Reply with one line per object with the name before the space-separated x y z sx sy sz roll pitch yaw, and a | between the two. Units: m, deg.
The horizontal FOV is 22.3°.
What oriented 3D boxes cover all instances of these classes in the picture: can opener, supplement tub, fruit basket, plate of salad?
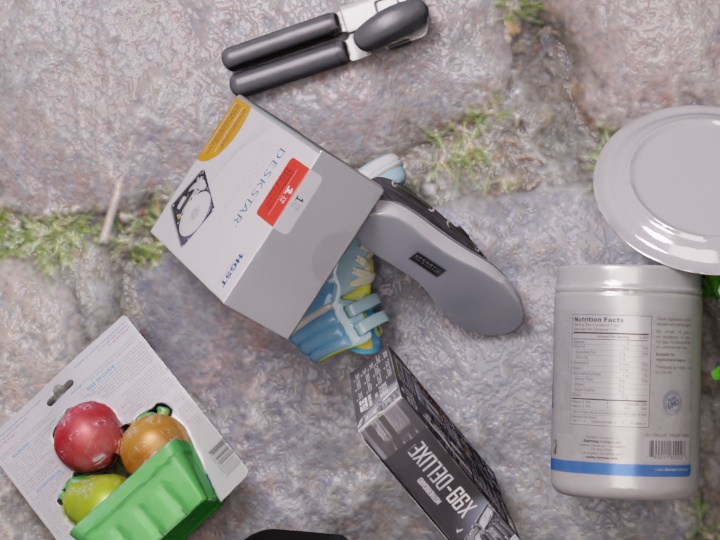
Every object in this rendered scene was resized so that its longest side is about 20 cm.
can opener | -0.033 -0.214 1.684 0.200 0.067 0.053 -18 84 7
supplement tub | 0.232 0.097 1.596 0.132 0.132 0.200 1 86 9
fruit basket | -0.226 0.175 1.695 0.185 0.094 0.200 -43 66 4
plate of salad | 0.304 -0.067 1.605 0.200 0.048 0.200 -1 51 1

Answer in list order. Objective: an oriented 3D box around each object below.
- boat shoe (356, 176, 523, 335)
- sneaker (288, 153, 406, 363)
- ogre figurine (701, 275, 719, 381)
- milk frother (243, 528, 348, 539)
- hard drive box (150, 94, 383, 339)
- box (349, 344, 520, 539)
boat shoe | 0.072 -0.016 1.633 0.200 0.066 0.070 33 130 -27
sneaker | 0.000 0.000 1.664 0.131 0.080 0.200 45 103 10
ogre figurine | 0.351 0.074 1.585 0.098 0.120 0.200 -7 87 8
milk frother | -0.055 0.349 1.632 0.188 0.181 0.200 -7 119 42
hard drive box | -0.086 -0.052 1.617 0.077 0.200 0.156 31 93 -32
box | 0.060 0.157 1.565 0.050 0.200 0.158 -39 100 5
